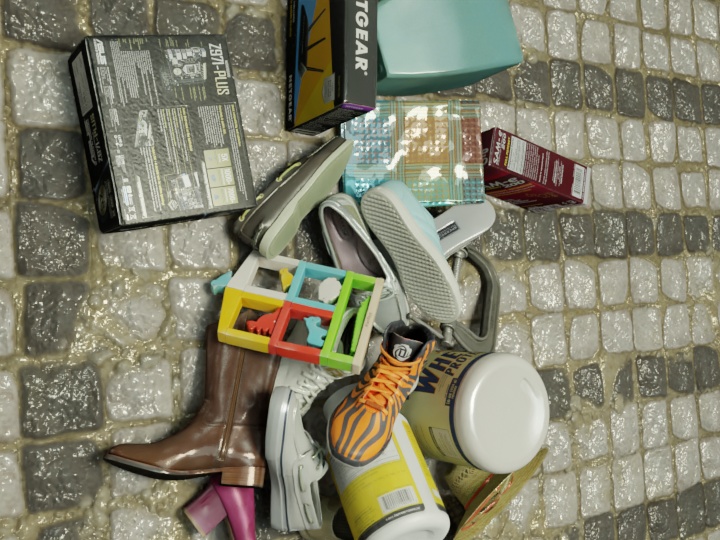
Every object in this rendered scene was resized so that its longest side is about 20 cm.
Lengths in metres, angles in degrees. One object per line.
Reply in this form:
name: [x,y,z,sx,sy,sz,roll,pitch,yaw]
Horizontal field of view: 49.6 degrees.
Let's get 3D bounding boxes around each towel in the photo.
towel: [0.068,-0.157,1.052,0.198,0.022,0.148,-3,87,-6]

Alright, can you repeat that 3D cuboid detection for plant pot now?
plant pot: [0.087,-0.315,1.063,0.199,0.141,0.143,-21,97,-25]

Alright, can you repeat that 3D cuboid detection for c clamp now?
c clamp: [0.147,0.036,1.100,0.171,0.027,0.201,43,45,-26]

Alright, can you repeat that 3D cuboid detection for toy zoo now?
toy zoo: [-0.082,0.042,0.918,0.198,0.021,0.132,12,50,6]

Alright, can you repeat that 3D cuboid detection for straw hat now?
straw hat: [0.166,0.288,1.089,0.200,0.202,0.085,-32,60,-31]

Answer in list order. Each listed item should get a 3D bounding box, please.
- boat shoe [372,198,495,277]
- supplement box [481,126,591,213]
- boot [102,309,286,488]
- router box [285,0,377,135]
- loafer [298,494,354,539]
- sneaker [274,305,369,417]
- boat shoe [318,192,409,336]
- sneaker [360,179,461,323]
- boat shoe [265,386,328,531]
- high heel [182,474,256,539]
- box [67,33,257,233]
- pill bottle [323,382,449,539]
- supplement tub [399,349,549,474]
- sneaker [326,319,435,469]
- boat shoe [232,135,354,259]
boat shoe: [0.092,-0.040,1.081,0.199,0.066,0.072,-31,79,-12]
supplement box: [0.233,-0.144,1.156,0.199,0.109,0.062,16,78,-30]
boot: [-0.183,0.138,0.893,0.185,0.064,0.202,13,68,-19]
router box: [-0.038,-0.284,0.968,0.051,0.149,0.202,4,84,-33]
loafer: [0.017,0.326,1.003,0.198,0.068,0.077,6,85,-31]
sneaker: [-0.061,0.127,0.942,0.073,0.115,0.201,36,70,-27]
boat shoe: [0.001,-0.001,1.003,0.065,0.074,0.204,-49,118,-72]
sneaker: [0.083,-0.032,1.009,0.082,0.074,0.201,-38,102,-45]
boat shoe: [-0.070,0.218,0.903,0.066,0.074,0.202,4,123,4]
high heel: [-0.113,0.321,0.917,0.096,0.067,0.201,-39,104,-18]
box: [-0.221,-0.154,0.876,0.163,0.086,0.202,-13,93,-33]
pill bottle: [0.022,0.240,0.942,0.111,0.112,0.201,6,43,-32]
supplement tub: [0.127,0.176,1.008,0.144,0.199,0.147,3,85,-33]
sneaker: [0.025,0.126,0.893,0.077,0.113,0.200,24,40,8]
boat shoe: [-0.080,-0.105,0.974,0.060,0.072,0.202,30,61,13]
